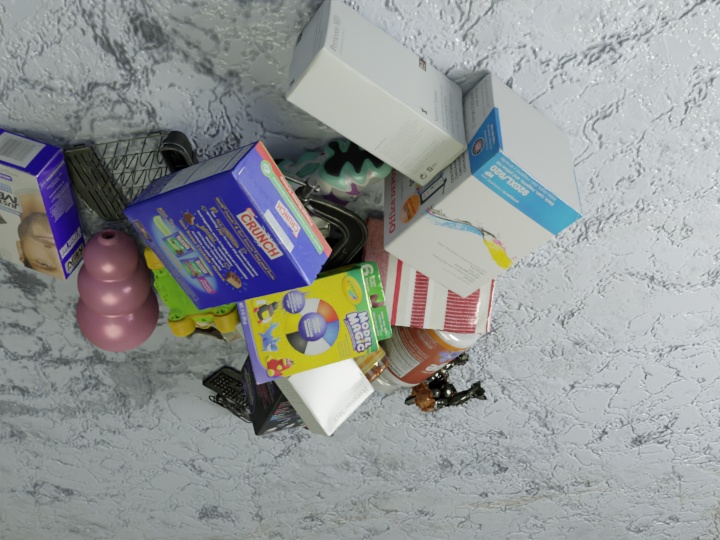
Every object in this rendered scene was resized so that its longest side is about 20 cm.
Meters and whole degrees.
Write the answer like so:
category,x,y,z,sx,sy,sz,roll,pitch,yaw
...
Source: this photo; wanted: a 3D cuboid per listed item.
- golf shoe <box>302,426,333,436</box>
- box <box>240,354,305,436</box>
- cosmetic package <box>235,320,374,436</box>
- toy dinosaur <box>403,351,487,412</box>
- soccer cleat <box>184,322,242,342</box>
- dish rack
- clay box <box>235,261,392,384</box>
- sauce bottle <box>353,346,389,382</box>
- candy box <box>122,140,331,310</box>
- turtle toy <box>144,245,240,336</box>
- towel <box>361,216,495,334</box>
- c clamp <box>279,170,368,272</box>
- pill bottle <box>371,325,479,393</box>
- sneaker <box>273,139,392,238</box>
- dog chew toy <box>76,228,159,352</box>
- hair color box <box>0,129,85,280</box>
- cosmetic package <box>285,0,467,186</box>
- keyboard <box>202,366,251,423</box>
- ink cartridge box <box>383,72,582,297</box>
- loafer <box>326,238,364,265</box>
category,x,y,z,sx,sy,sz,roll,pitch,yaw
golf shoe,-0.075,0.239,1.356,0.090,0.074,0.202,12,138,-7
box,-0.116,0.171,1.206,0.104,0.124,0.201,-7,154,-25
cosmetic package,-0.079,0.126,1.064,0.201,0.101,0.074,54,156,-9
toy dinosaur,0.131,0.200,1.236,0.134,0.200,0.103,-26,105,11
soccer cleat,-0.186,0.080,1.184,0.195,0.079,0.070,-1,139,6
dish rack,-0.298,-0.111,0.999,0.195,0.055,0.155,-5,137,11
clay box,-0.057,0.066,0.989,0.196,0.048,0.117,-15,100,-7
sauce bottle,-0.038,0.081,1.125,0.201,0.066,0.066,49,129,-2
candy box,-0.162,-0.048,0.909,0.197,0.078,0.171,-10,125,35
turtle toy,-0.211,0.008,1.083,0.195,0.102,0.149,-6,115,15
towel,0.096,0.009,1.051,0.195,0.148,0.023,7,-179,-11
c clamp,-0.080,-0.053,0.974,0.168,0.028,0.201,19,141,-14
pill bottle,0.088,0.112,1.171,0.111,0.114,0.200,25,135,-22
sneaker,-0.033,-0.094,0.987,0.196,0.079,0.141,-5,140,25
dog chew toy,-0.366,0.025,1.113,0.122,0.126,0.203,7,130,-3
hair color box,-0.451,-0.086,1.016,0.107,0.065,0.202,17,140,8
cosmetic package,0.020,-0.199,0.833,0.198,0.115,0.081,28,133,-27
keyboard,-0.209,0.256,1.411,0.199,0.040,0.103,35,129,-29
ink cartridge box,0.140,-0.096,0.907,0.143,0.149,0.199,29,132,-26
loafer,0.000,0.000,1.083,0.195,0.072,0.074,1,139,4
